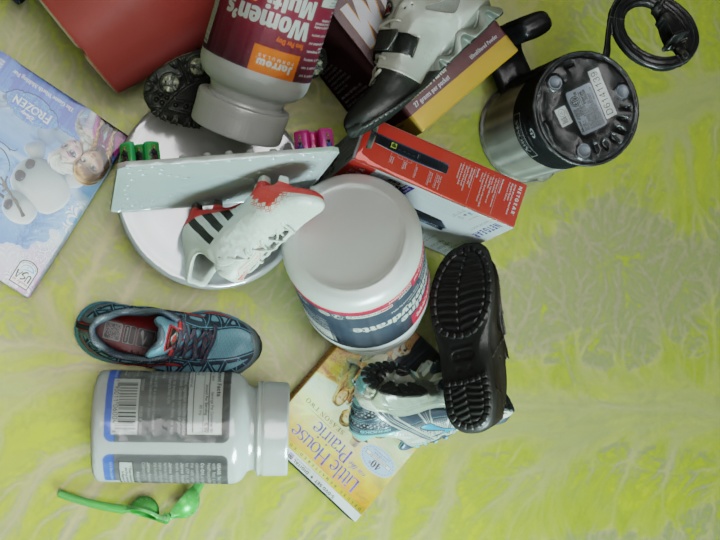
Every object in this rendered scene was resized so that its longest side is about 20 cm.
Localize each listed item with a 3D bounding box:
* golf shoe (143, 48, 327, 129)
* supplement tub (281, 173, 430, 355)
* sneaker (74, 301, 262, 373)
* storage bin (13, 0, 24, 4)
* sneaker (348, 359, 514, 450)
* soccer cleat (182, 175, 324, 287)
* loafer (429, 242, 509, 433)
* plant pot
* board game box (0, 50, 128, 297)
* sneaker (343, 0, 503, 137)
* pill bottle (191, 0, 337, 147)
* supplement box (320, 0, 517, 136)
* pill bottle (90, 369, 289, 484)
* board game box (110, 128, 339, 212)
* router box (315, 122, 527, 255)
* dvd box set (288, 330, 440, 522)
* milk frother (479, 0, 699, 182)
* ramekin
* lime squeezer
[{"bbox_3d":[-0.132,-0.198,1.405,0.198,0.088,0.078,-21,114,-24],"label":"golf shoe"},{"bbox_3d":[0.000,0.000,1.425,0.138,0.200,0.142,-2,71,6],"label":"supplement tub"},{"bbox_3d":[-0.197,0.078,1.448,0.197,0.095,0.080,5,88,-12],"label":"sneaker"},{"bbox_3d":[-0.320,-0.384,1.412,0.094,0.135,0.201,40,81,-7],"label":"storage bin"},{"bbox_3d":[0.072,0.148,1.498,0.198,0.078,0.087,8,122,-28],"label":"sneaker"},{"bbox_3d":[-0.104,-0.034,1.331,0.068,0.199,0.086,18,69,-40],"label":"soccer cleat"},{"bbox_3d":[0.117,0.072,1.455,0.072,0.071,0.203,-6,74,26],"label":"loafer"},{"bbox_3d":[-0.224,-0.290,1.414,0.177,0.200,0.201,-39,97,-2],"label":"plant pot"},{"bbox_3d":[-0.374,-0.109,1.440,0.199,0.043,0.200,32,83,-10],"label":"board game box"},{"bbox_3d":[0.039,-0.211,1.324,0.089,0.074,0.200,46,72,-7],"label":"sneaker"},{"bbox_3d":[-0.087,-0.225,1.303,0.108,0.110,0.202,16,105,-12],"label":"pill bottle"},{"bbox_3d":[0.029,-0.251,1.457,0.133,0.197,0.201,-40,96,-10],"label":"supplement box"},{"bbox_3d":[-0.172,0.161,1.430,0.197,0.114,0.115,2,88,-4],"label":"pill bottle"},{"bbox_3d":[-0.135,-0.094,1.318,0.197,0.200,0.026,-5,82,-13],"label":"board game box"},{"bbox_3d":[0.055,-0.083,1.455,0.178,0.200,0.049,22,77,-10],"label":"router box"},{"bbox_3d":[0.005,0.150,1.525,0.146,0.029,0.200,44,79,-8],"label":"dvd box set"},{"bbox_3d":[0.245,-0.198,1.509,0.197,0.188,0.183,-8,91,-13],"label":"milk frother"},{"bbox_3d":[-0.160,-0.080,1.462,0.200,0.094,0.205,1,87,-13],"label":"ramekin"},{"bbox_3d":[-0.215,0.234,1.469,0.198,0.038,0.071,-18,92,-12],"label":"lime squeezer"}]
